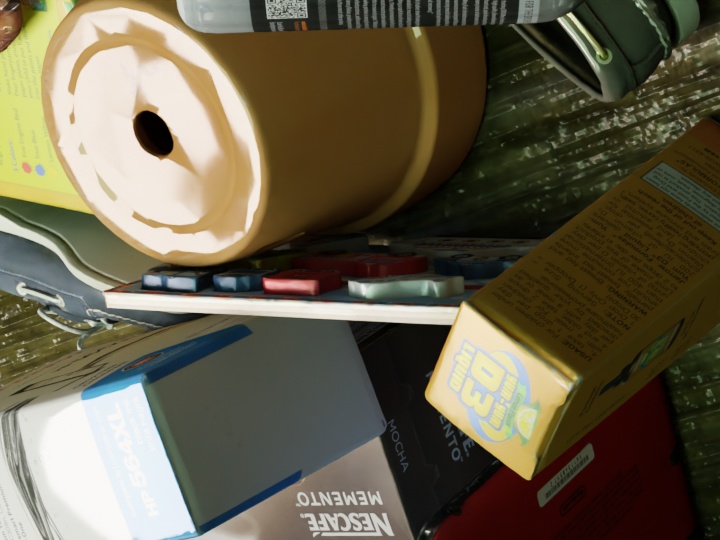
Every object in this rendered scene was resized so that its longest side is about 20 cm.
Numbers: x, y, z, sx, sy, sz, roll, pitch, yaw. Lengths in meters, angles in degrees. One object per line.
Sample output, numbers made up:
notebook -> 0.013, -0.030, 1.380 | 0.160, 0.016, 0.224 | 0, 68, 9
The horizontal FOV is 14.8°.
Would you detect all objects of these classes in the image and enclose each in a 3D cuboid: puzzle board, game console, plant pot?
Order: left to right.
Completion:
plant pot -> -0.059, -0.091, 1.339 | 0.200, 0.140, 0.201 | 21, 128, 29
puzzle board -> 0.000, 0.000, 1.326 | 0.199, 0.151, 0.017 | 3, 102, 32
game console -> 0.065, 0.149, 1.339 | 0.118, 0.200, 0.173 | 1, 116, 38

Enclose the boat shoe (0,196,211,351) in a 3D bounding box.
boat shoe -> -0.152, 0.000, 1.519 | 0.199, 0.075, 0.062 | 18, 125, 32

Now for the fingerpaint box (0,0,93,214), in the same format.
fingerpaint box -> -0.187, -0.143, 1.460 | 0.166, 0.073, 0.201 | 11, 121, 34

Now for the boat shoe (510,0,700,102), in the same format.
boat shoe -> 0.057, -0.151, 1.249 | 0.201, 0.060, 0.072 | 38, 161, 16

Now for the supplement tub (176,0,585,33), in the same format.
supplement tub -> 0.022, -0.162, 1.153 | 0.199, 0.123, 0.123 | -1, 121, 0

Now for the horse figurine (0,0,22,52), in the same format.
horse figurine -> -0.253, -0.104, 1.442 | 0.132, 0.050, 0.200 | 28, 124, 1

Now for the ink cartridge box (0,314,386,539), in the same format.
ink cartridge box -> -0.112, 0.082, 1.372 | 0.200, 0.146, 0.085 | -15, 98, 42

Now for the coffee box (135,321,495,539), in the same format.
coffee box -> -0.037, 0.083, 1.469 | 0.199, 0.080, 0.113 | -4, 110, 41

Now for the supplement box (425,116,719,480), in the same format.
supplement box -> 0.115, 0.009, 1.211 | 0.069, 0.200, 0.067 | 36, 133, 17
